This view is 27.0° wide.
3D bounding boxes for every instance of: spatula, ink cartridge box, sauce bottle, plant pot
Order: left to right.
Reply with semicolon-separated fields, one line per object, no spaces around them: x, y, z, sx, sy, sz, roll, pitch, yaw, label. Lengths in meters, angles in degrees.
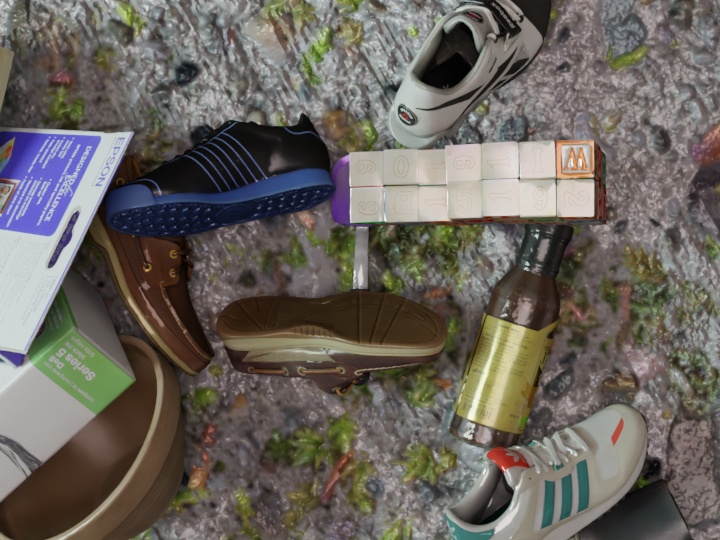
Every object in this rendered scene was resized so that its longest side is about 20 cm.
-0.300;0.097;1.248;0.200;0.146;0.084;-41;127;3;ink cartridge box
-0.271;-0.022;1.215;0.199;0.043;0.199;6;66;45;ink cartridge box
-0.215;0.162;1.255;0.201;0.201;0.093;-41;128;4;plant pot
0.000;0.000;1.294;0.056;0.021;0.202;2;92;2;spatula
0.132;0.053;1.265;0.064;0.065;0.201;18;94;3;sauce bottle

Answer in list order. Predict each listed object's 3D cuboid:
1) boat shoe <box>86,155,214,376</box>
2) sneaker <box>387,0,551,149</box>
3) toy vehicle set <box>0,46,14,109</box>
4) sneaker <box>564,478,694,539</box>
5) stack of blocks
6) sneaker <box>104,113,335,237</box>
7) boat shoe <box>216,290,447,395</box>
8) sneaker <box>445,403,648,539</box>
-0.177;-0.006;1.280;0.067;0.072;0.201;-30;87;6;boat shoe
0.100;-0.189;1.223;0.074;0.089;0.200;33;65;11;sneaker
-0.359;-0.089;1.257;0.124;0.026;0.201;3;77;43;toy vehicle set
0.247;0.282;1.257;0.106;0.075;0.201;-21;89;7;sneaker
0.093;-0.067;1.199;0.198;0.115;0.059;0;89;14;stack of blocks
-0.122;-0.082;1.260;0.199;0.070;0.078;-9;68;-20;sneaker
-0.022;0.067;1.270;0.198;0.072;0.072;-1;127;13;boat shoe
0.153;0.169;1.235;0.199;0.070;0.094;-40;127;-8;sneaker
